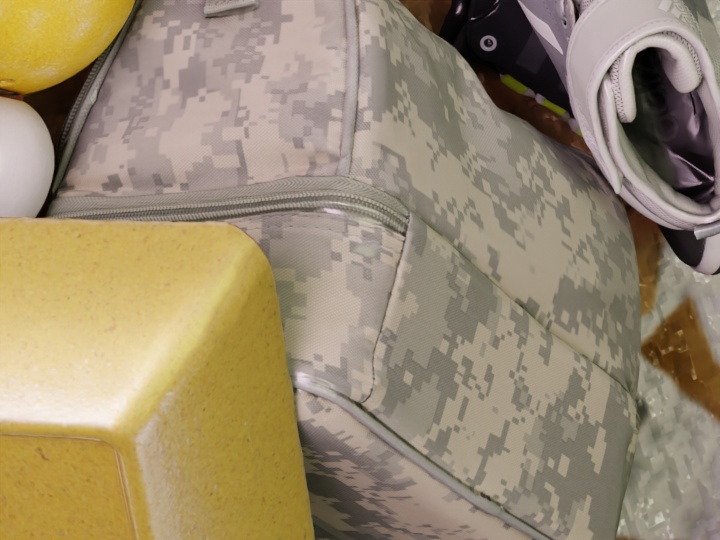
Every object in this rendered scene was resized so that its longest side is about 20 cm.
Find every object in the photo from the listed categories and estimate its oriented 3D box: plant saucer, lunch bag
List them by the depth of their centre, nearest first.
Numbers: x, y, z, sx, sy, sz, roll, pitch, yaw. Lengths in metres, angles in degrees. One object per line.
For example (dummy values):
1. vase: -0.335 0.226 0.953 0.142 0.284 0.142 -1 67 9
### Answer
1. plant saucer: -0.115 0.075 0.810 0.048 0.200 0.200 -75 163 -48
2. lunch bag: 0.000 0.000 0.908 0.200 0.139 0.168 37 58 -47

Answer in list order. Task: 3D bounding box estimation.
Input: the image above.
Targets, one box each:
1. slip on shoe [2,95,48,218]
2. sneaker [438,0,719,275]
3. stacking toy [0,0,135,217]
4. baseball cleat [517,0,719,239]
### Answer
1. slip on shoe: -0.110 0.024 0.911 0.061 0.074 0.200 -17 95 -29
2. sneaker: 0.066 -0.081 1.012 0.083 0.072 0.200 -27 102 -5
3. stacking toy: -0.107 -0.102 0.854 0.146 0.146 0.200 9 89 -28
4. baseball cleat: 0.075 -0.105 0.917 0.070 0.106 0.200 -29 96 5
